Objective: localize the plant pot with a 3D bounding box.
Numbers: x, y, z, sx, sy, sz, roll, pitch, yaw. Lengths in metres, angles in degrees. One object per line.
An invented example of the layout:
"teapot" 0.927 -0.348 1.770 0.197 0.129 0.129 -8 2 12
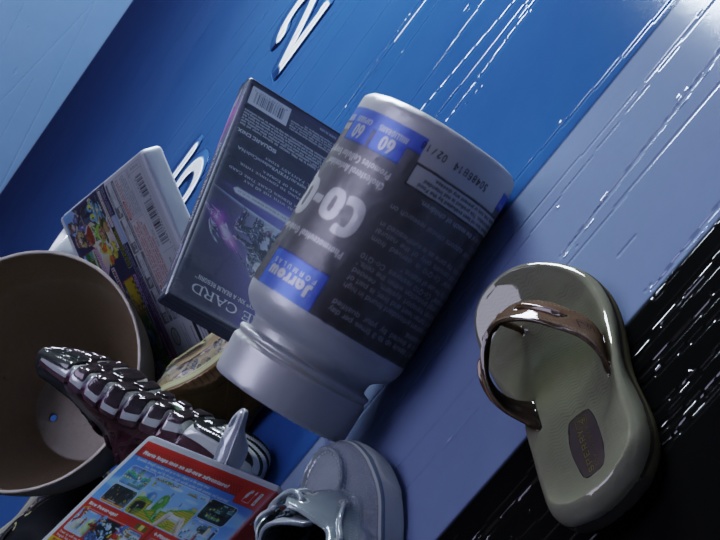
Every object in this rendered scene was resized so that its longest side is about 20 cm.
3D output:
"plant pot" -0.253 0.100 1.197 0.201 0.200 0.135 -62 -21 -11

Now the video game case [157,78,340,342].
"video game case" -0.049 -0.026 1.008 0.019 0.143 0.201 -36 30 49

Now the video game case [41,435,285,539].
"video game case" -0.153 0.186 0.856 0.143 0.017 0.200 11 48 48

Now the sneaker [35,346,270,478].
"sneaker" -0.170 0.139 1.028 0.076 0.199 0.116 10 -75 -66

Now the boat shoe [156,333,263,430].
"boat shoe" -0.102 0.084 1.090 0.200 0.073 0.063 -36 22 22

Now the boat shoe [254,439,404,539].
"boat shoe" -0.021 0.154 0.793 0.070 0.071 0.201 -49 22 23

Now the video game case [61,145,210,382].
"video game case" -0.174 0.017 1.204 0.023 0.201 0.182 -22 -3 -36

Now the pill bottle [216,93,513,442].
"pill bottle" 0.000 0.000 0.904 0.200 0.114 0.114 -59 21 -2

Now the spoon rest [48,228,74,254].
"spoon rest" -0.416 -0.003 1.921 0.099 0.061 0.200 -41 27 37

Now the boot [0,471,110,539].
"boot" -0.272 0.258 1.202 0.204 0.073 0.154 -54 20 -6

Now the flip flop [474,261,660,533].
"flip flop" 0.090 0.050 0.708 0.081 0.057 0.200 -50 22 21

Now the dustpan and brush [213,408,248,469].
"dustpan and brush" -0.101 0.191 0.934 0.139 0.057 0.201 -8 53 63
